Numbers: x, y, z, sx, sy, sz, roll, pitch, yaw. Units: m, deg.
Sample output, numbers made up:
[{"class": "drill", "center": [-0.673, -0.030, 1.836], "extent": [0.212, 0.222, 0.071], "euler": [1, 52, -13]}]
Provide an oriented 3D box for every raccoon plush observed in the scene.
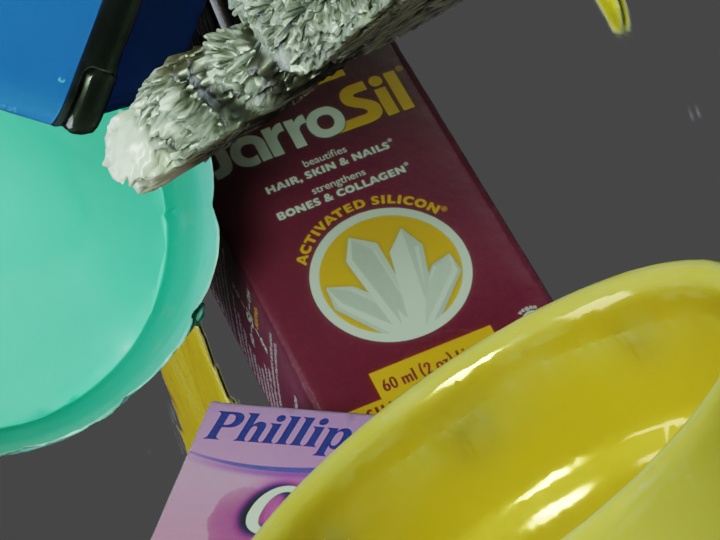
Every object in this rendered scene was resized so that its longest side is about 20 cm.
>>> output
[{"class": "raccoon plush", "center": [-0.033, -0.131, 0.918], "extent": [0.134, 0.200, 0.097], "euler": [59, -173, 3]}]

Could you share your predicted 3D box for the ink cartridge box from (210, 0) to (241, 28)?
[{"class": "ink cartridge box", "center": [-0.055, -0.129, 1.387], "extent": [0.119, 0.042, 0.200], "euler": [60, 170, 28]}]

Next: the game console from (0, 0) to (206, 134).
[{"class": "game console", "center": [-0.098, -0.160, 0.969], "extent": [0.200, 0.171, 0.118], "euler": [-68, 22, 12]}]

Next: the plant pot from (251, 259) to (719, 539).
[{"class": "plant pot", "center": [0.087, 0.129, 0.862], "extent": [0.189, 0.201, 0.201], "euler": [54, 173, -14]}]

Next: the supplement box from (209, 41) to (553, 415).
[{"class": "supplement box", "center": [0.000, 0.000, 1.187], "extent": [0.086, 0.110, 0.200], "euler": [85, 160, -54]}]

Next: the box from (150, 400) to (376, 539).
[{"class": "box", "center": [0.003, 0.159, 1.026], "extent": [0.176, 0.200, 0.097], "euler": [3, 143, 28]}]

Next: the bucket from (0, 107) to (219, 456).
[{"class": "bucket", "center": [-0.162, -0.019, 1.149], "extent": [0.135, 0.207, 0.207], "euler": [141, 107, -82]}]

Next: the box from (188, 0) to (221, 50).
[{"class": "box", "center": [-0.112, -0.161, 1.289], "extent": [0.137, 0.038, 0.200], "euler": [-87, -25, -76]}]
